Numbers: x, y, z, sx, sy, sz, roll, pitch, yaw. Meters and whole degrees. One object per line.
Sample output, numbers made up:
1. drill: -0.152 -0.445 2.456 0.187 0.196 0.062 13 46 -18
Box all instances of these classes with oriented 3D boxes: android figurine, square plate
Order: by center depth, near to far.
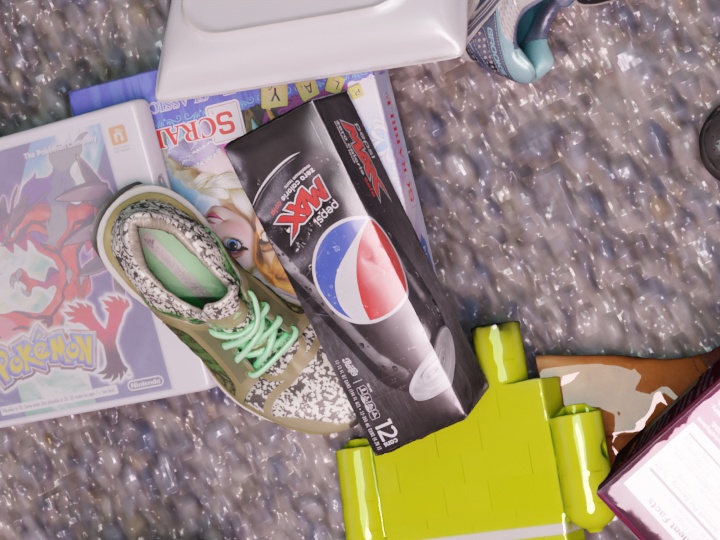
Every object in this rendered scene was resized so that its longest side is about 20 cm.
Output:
1. square plate: -0.030 -0.204 0.933 0.197 0.028 0.201 -6 63 19
2. android figurine: 0.070 0.136 0.946 0.181 0.041 0.201 -10 82 28

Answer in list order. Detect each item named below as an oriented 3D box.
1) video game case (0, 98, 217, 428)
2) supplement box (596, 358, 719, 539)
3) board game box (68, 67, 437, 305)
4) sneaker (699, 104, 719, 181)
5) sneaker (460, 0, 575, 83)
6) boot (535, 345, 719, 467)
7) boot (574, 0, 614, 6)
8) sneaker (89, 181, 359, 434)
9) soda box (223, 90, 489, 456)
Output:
1. video game case: -0.198 0.002 0.984 0.199 0.023 0.183 -12 97 25
2. supplement box: 0.234 0.078 0.851 0.200 0.110 0.086 -45 82 14
3. board game box: -0.064 -0.039 0.968 0.199 0.041 0.201 -13 97 16
4. sneaker: 0.302 -0.096 0.910 0.199 0.116 0.076 -9 83 8
5. sneaker: 0.116 -0.205 0.934 0.086 0.077 0.201 41 131 30
6. boot: 0.208 0.051 0.948 0.199 0.068 0.189 -6 94 14
7. boot: 0.209 -0.265 0.968 0.199 0.072 0.145 -15 81 11
8. sneaker: -0.075 0.030 0.898 0.200 0.089 0.077 39 89 -8
9. soda box: 0.000 0.000 0.899 0.063 0.071 0.201 -26 93 20
